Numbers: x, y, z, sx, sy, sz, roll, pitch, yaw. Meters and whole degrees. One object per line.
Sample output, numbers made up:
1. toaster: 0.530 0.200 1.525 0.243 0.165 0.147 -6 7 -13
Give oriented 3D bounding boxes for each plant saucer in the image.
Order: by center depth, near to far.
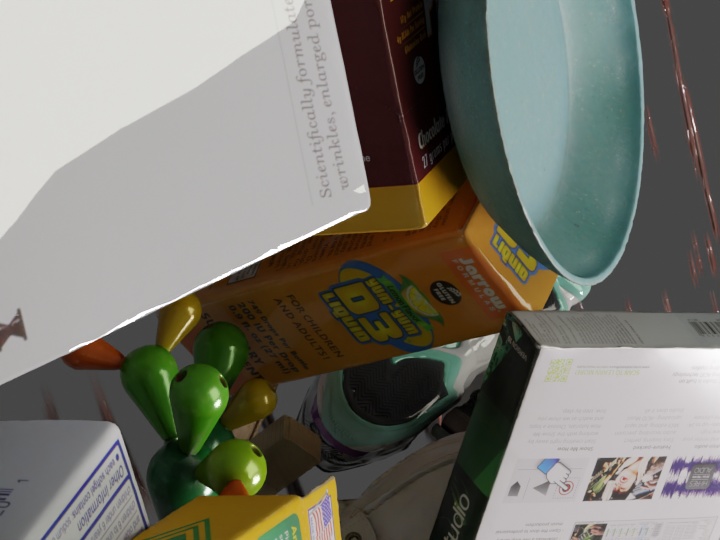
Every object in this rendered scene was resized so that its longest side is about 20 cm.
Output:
1. plant saucer: 0.076 -0.092 1.142 0.200 0.036 0.201 -5 90 -66

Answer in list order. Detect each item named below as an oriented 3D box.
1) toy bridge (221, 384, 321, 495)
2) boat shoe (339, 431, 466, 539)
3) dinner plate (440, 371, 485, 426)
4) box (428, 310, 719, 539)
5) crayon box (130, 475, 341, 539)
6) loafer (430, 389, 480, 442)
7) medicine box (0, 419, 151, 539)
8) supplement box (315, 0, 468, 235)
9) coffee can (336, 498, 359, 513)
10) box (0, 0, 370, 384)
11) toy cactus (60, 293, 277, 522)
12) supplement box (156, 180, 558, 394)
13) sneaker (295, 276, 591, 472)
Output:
1. toy bridge: -0.049 0.098 1.285 0.027 0.067 0.201 36 34 -27
2. boat shoe: -0.004 0.157 1.253 0.071 0.200 0.069 47 15 8
3. dinner plate: 0.081 0.123 1.512 0.024 0.200 0.202 -6 95 -22
4. box: 0.105 0.111 1.225 0.144 0.036 0.201 2 119 -30
5. crayon box: -0.064 0.166 1.022 0.200 0.051 0.127 -27 112 -64
6. loafer: 0.078 0.079 1.356 0.063 0.072 0.200 -58 -179 -2
7. medicine box: -0.147 0.190 1.020 0.182 0.102 0.201 -55 138 -54
8. supplement box: -0.056 -0.130 1.137 0.133 0.196 0.201 -47 129 -58
9. coffee can: 0.033 0.226 1.374 0.146 0.146 0.201 24 66 -64
10. box: -0.124 -0.086 0.973 0.199 0.130 0.200 -25 115 -33
11. toy cactus: -0.091 0.112 1.186 0.201 0.102 0.166 -93 -171 -53
12. supplement box: 0.000 0.000 1.238 0.067 0.199 0.069 49 45 -27
13. sneaker: 0.033 0.041 1.426 0.200 0.140 0.078 -34 84 -31
